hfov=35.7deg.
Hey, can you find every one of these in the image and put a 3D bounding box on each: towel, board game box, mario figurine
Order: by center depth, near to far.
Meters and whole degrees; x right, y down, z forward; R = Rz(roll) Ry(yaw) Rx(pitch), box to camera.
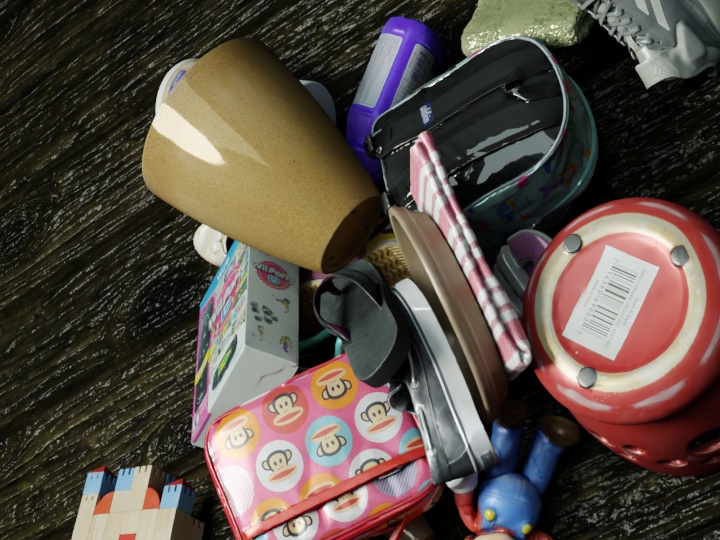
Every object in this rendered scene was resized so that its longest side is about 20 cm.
[{"bbox_3d":[0.091,-0.007,0.923,0.029,0.146,0.203,-24,81,-1],"label":"towel"},{"bbox_3d":[0.132,0.218,0.965,0.122,0.106,0.204,8,75,34],"label":"mario figurine"},{"bbox_3d":[0.194,-0.287,1.123,0.146,0.037,0.202,1,48,40],"label":"towel"},{"bbox_3d":[-0.117,0.065,1.148,0.148,0.063,0.202,-57,23,34],"label":"board game box"}]

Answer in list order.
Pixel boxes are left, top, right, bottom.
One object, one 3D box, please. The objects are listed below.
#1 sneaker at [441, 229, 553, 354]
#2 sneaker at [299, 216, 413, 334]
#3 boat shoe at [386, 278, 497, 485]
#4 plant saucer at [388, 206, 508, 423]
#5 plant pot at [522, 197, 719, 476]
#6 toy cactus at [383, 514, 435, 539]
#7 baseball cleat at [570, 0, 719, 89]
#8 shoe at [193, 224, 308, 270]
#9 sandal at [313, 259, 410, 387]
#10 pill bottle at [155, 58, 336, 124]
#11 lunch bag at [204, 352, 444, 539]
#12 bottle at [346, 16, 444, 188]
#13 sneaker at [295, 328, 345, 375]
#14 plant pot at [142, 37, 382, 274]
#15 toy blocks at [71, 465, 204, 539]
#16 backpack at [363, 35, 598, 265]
[{"bbox_3d":[0.140,0.037,1.051,0.200,0.088,0.081,-48,67,37],"label":"sneaker"},{"bbox_3d":[0.000,0.000,1.171,0.198,0.075,0.091,-25,25,39],"label":"sneaker"},{"bbox_3d":[0.051,0.093,0.955,0.067,0.072,0.202,-22,53,0],"label":"boat shoe"},{"bbox_3d":[0.077,0.033,0.955,0.029,0.201,0.202,-25,56,-2],"label":"plant saucer"},{"bbox_3d":[0.241,0.053,0.907,0.197,0.182,0.204,-11,67,28],"label":"plant pot"},{"bbox_3d":[0.006,0.202,1.076,0.200,0.102,0.165,-48,62,-3],"label":"toy cactus"},{"bbox_3d":[0.248,-0.227,1.014,0.070,0.196,0.109,151,131,-73],"label":"baseball cleat"},{"bbox_3d":[-0.120,-0.039,1.271,0.197,0.053,0.071,3,74,35],"label":"shoe"},{"bbox_3d":[-0.007,0.033,0.987,0.076,0.048,0.201,-55,23,6],"label":"sandal"},{"bbox_3d":[-0.130,-0.179,1.290,0.197,0.119,0.122,11,78,36],"label":"pill bottle"},{"bbox_3d":[-0.028,0.183,1.002,0.197,0.082,0.178,-26,69,0],"label":"lunch bag"},{"bbox_3d":[0.025,-0.165,1.201,0.064,0.083,0.203,19,84,28],"label":"bottle"},{"bbox_3d":[-0.062,0.110,1.148,0.199,0.091,0.078,-40,54,16],"label":"sneaker"},{"bbox_3d":[-0.079,-0.094,1.095,0.199,0.186,0.188,37,94,19],"label":"plant pot"},{"bbox_3d":[-0.241,0.278,1.217,0.197,0.100,0.139,-11,55,31],"label":"toy blocks"},{"bbox_3d":[0.127,-0.114,1.065,0.199,0.150,0.180,-35,49,25],"label":"backpack"}]
